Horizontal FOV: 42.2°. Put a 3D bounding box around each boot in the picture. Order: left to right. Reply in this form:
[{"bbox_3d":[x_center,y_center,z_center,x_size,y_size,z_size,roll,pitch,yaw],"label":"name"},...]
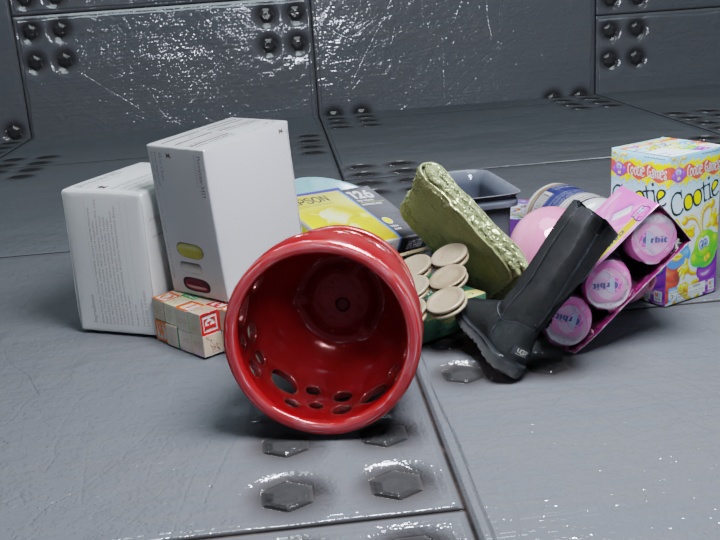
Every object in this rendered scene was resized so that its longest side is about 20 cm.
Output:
[{"bbox_3d":[0.198,0.004,1.076,0.065,0.201,0.165,23,14,-23],"label":"boot"}]

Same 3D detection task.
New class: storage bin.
[{"bbox_3d":[0.154,-0.067,1.428,0.144,0.135,0.200,-7,16,-9],"label":"storage bin"}]

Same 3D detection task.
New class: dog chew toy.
[{"bbox_3d":[0.299,-0.013,1.255,0.199,0.125,0.124,20,28,37],"label":"dog chew toy"}]

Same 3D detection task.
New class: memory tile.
[{"bbox_3d":[0.042,0.034,1.176,0.199,0.017,0.154,-17,29,17],"label":"memory tile"}]

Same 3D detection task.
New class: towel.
[{"bbox_3d":[0.136,-0.044,1.231,0.036,0.200,0.149,-41,-9,-22],"label":"towel"}]

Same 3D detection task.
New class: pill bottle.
[{"bbox_3d":[0.338,-0.062,1.408,0.110,0.112,0.200,-9,18,-15],"label":"pill bottle"}]

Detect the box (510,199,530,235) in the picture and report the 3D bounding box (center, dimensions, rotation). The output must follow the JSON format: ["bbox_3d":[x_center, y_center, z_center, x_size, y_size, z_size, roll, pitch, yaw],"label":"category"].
[{"bbox_3d":[0.233,-0.096,1.664,0.199,0.039,0.137,7,21,32],"label":"box"}]

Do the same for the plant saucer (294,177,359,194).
[{"bbox_3d":[-0.030,-0.084,1.468,0.200,0.039,0.201,15,27,-8],"label":"plant saucer"}]

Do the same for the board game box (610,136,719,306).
[{"bbox_3d":[0.411,-0.069,1.261,0.104,0.202,0.103,-14,19,-29],"label":"board game box"}]

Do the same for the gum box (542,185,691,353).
[{"bbox_3d":[0.285,0.000,1.129,0.200,0.066,0.114,-46,16,7],"label":"gum box"}]

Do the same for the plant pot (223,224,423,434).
[{"bbox_3d":[-0.029,0.047,0.993,0.199,0.202,0.183,-2,14,8],"label":"plant pot"}]

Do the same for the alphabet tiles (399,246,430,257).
[{"bbox_3d":[0.000,0.000,1.327,0.166,0.006,0.200,-16,-3,-32],"label":"alphabet tiles"}]

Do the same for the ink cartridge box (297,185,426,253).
[{"bbox_3d":[-0.030,-0.079,1.370,0.197,0.047,0.200,-14,45,-45],"label":"ink cartridge box"}]

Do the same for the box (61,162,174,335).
[{"bbox_3d":[-0.300,-0.038,1.321,0.130,0.202,0.199,3,19,20],"label":"box"}]

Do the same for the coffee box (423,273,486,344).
[{"bbox_3d":[0.063,0.040,1.250,0.122,0.044,0.200,-15,20,-28],"label":"coffee box"}]

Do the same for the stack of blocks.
[{"bbox_3d":[-0.165,0.066,1.197,0.115,0.059,0.199,-19,23,-41],"label":"stack of blocks"}]

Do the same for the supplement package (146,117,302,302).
[{"bbox_3d":[-0.171,-0.084,1.224,0.110,0.201,0.155,9,26,37],"label":"supplement package"}]
